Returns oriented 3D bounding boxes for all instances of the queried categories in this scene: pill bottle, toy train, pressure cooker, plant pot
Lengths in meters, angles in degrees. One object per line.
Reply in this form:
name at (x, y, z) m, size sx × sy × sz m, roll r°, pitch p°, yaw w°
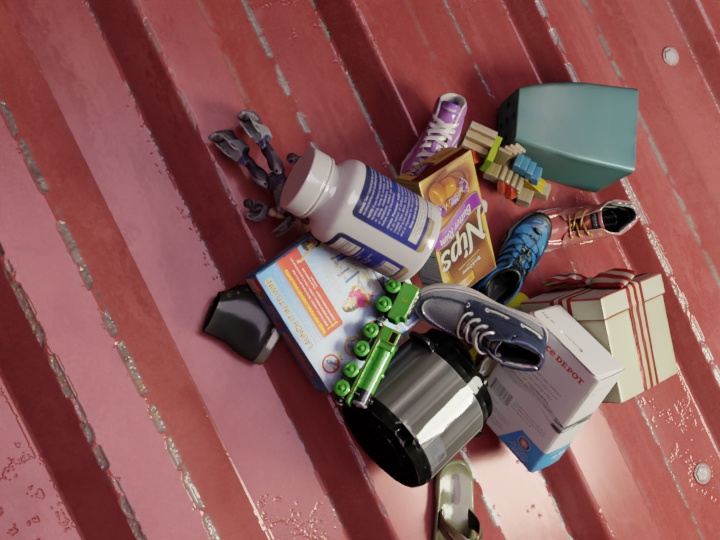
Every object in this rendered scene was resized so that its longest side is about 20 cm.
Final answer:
pill bottle at (-0.002, -0.079, 1.312) m, size 0.199 × 0.119 × 0.121 m, roll 28°, pitch 73°, yaw -21°
toy train at (0.025, 0.102, 1.351) m, size 0.056 × 0.042 × 0.201 m, roll 24°, pitch 76°, yaw 12°
pressure cooker at (0.096, 0.194, 1.421) m, size 0.200 × 0.176 × 0.179 m, roll -40°, pitch 78°, yaw -22°
plant pot at (0.332, -0.229, 1.605) m, size 0.198 × 0.141 × 0.143 m, roll 9°, pitch 79°, yaw -12°

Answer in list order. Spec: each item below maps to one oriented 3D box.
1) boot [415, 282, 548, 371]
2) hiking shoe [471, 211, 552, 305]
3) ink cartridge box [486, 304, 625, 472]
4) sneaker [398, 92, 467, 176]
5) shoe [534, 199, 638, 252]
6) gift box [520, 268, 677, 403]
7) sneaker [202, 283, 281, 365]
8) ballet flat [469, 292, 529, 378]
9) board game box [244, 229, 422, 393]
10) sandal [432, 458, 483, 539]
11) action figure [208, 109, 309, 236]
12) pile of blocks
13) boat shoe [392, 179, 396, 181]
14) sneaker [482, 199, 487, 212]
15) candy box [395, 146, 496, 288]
boot at (0.167, 0.079, 1.358) m, size 0.198 × 0.090 × 0.073 m, roll 15°, pitch 112°, yaw 5°
hiking shoe at (0.248, -0.005, 1.543) m, size 0.074 × 0.087 × 0.201 m, roll 37°, pitch 85°, yaw -13°
ink cartridge box at (0.276, 0.176, 1.454) m, size 0.085 × 0.201 × 0.147 m, roll -8°, pitch 46°, yaw -45°
sneaker at (0.112, -0.198, 1.492) m, size 0.072 × 0.115 × 0.201 m, roll 20°, pitch 49°, yaw 4°
shoe at (0.360, -0.078, 1.611) m, size 0.198 × 0.091 × 0.072 m, roll -10°, pitch 85°, yaw -22°
gift box at (0.378, 0.090, 1.538) m, size 0.199 × 0.184 × 0.189 m, roll -19°, pitch 99°, yaw -43°
sneaker at (-0.144, 0.025, 1.414) m, size 0.106 × 0.075 × 0.201 m, roll 30°, pitch 74°, yaw -17°
ballet flat at (0.223, 0.114, 1.543) m, size 0.067 × 0.067 × 0.200 m, roll 44°, pitch 70°, yaw -8°
board game box at (-0.031, 0.036, 1.390) m, size 0.195 × 0.056 × 0.201 m, roll -36°, pitch 102°, yaw -21°
sandal at (0.150, 0.391, 1.479) m, size 0.079 × 0.057 × 0.203 m, roll -4°, pitch 83°, yaw -21°
action figure at (-0.131, -0.138, 1.424) m, size 0.130 × 0.069 × 0.200 m, roll -41°, pitch 77°, yaw 9°
pile of blocks at (0.236, -0.159, 1.572) m, size 0.199 × 0.082 × 0.063 m, roll 32°, pitch 71°, yaw -23°
boat shoe at (-0.008, -0.120, 1.496) m, size 0.198 × 0.060 × 0.075 m, roll 6°, pitch 78°, yaw -20°
sneaker at (0.120, -0.056, 1.532) m, size 0.199 × 0.075 × 0.115 m, roll -11°, pitch 106°, yaw -38°
candy box at (0.131, -0.068, 1.452) m, size 0.116 × 0.056 × 0.202 m, roll -34°, pitch 122°, yaw -31°
